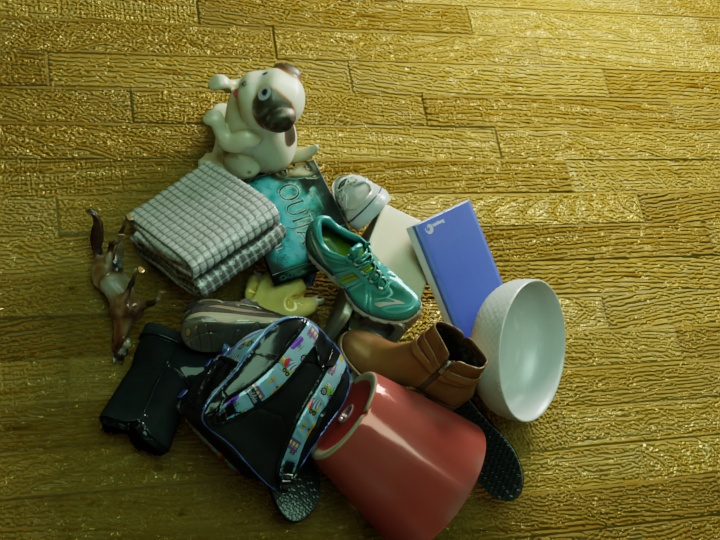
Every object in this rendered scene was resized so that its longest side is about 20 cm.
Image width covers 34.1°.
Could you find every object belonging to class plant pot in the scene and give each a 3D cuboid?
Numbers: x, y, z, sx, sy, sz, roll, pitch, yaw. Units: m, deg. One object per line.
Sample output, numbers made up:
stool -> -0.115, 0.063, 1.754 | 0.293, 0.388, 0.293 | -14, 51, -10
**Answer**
plant pot -> 0.041, 0.244, 1.588 | 0.177, 0.200, 0.202 | 38, 59, -15

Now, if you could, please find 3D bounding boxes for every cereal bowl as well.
cereal bowl -> 0.213, 0.112, 1.680 | 0.199, 0.083, 0.203 | -6, 97, -53

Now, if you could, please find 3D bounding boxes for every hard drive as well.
hard drive -> 0.153, 0.009, 1.735 | 0.131, 0.025, 0.202 | -25, 94, -42

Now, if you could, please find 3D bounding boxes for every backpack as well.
backpack -> -0.121, 0.161, 1.558 | 0.183, 0.134, 0.201 | 47, 69, -25

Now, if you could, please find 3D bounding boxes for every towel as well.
towel -> -0.223, -0.055, 1.685 | 0.165, 0.086, 0.199 | -37, 42, -22

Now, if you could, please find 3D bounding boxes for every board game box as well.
board game box -> -0.097, -0.075, 1.753 | 0.134, 0.028, 0.201 | -19, 50, -9

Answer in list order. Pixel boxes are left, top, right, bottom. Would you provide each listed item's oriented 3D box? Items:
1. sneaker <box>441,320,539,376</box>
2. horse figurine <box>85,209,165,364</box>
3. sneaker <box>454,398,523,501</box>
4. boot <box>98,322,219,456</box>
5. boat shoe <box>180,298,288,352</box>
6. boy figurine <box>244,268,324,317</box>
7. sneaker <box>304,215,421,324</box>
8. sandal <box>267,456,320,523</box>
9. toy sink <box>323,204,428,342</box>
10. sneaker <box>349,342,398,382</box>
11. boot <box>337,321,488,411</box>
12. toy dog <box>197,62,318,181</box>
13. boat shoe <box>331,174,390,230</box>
sneaker -> 0.193, 0.151, 1.778 | 0.198, 0.076, 0.115 | 34, 61, 3
horse figurine -> -0.338, 0.011, 1.648 | 0.050, 0.133, 0.201 | -7, 58, -43
sneaker -> 0.174, 0.243, 1.720 | 0.070, 0.090, 0.201 | -39, 82, 9
boot -> -0.241, 0.180, 1.613 | 0.198, 0.077, 0.170 | 22, 59, -5
boat shoe -> -0.151, 0.071, 1.624 | 0.198, 0.075, 0.074 | 10, 38, -22
boy figurine -> -0.114, 0.040, 1.724 | 0.123, 0.065, 0.201 | 16, 60, 19
sneaker -> 0.000, 0.000, 1.630 | 0.199, 0.080, 0.078 | 38, 63, 11
sandal -> -0.110, 0.264, 1.644 | 0.074, 0.045, 0.201 | -4, 53, -26
toy sink -> 0.033, 0.031, 1.748 | 0.111, 0.131, 0.202 | 25, 59, -6
sneaker -> -0.001, 0.184, 1.709 | 0.200, 0.078, 0.090 | -44, 103, -27
boot -> 0.072, 0.116, 1.613 | 0.199, 0.156, 0.077 | 36, 56, 5
toy dog -> -0.148, -0.222, 1.764 | 0.192, 0.200, 0.141 | 22, 61, -7
boat shoe -> -0.012, -0.108, 1.766 | 0.067, 0.200, 0.074 | 44, 83, -11
